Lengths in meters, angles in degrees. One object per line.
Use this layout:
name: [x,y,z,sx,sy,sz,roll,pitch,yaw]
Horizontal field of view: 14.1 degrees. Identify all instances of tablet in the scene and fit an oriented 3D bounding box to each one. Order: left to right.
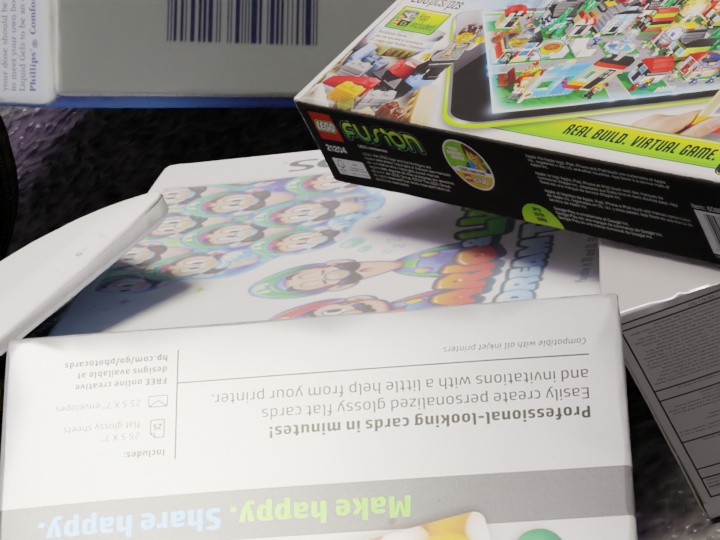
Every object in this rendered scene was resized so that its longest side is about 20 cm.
tablet: [-0.154,0.044,0.914,0.200,0.014,0.130,-41,11,-27]

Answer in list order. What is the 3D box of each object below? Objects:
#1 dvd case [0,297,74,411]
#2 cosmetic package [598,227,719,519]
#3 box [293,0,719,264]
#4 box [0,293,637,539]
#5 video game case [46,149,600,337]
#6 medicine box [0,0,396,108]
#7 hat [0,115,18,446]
dvd case: [-0.023,0.014,0.968,0.199,0.016,0.149,2,25,33]
cosmetic package: [0.111,-0.023,0.909,0.050,0.083,0.200,-18,34,17]
box: [0.082,-0.059,0.872,0.199,0.035,0.110,14,51,49]
box: [-0.009,0.105,0.680,0.155,0.041,0.201,-4,59,6]
video game case: [0.000,0.000,0.936,0.181,0.024,0.200,-5,21,13]
medicine box: [-0.108,-0.117,1.133,0.182,0.104,0.199,-3,6,-43]
hat: [-0.162,0.036,1.052,0.081,0.201,0.201,35,63,13]
